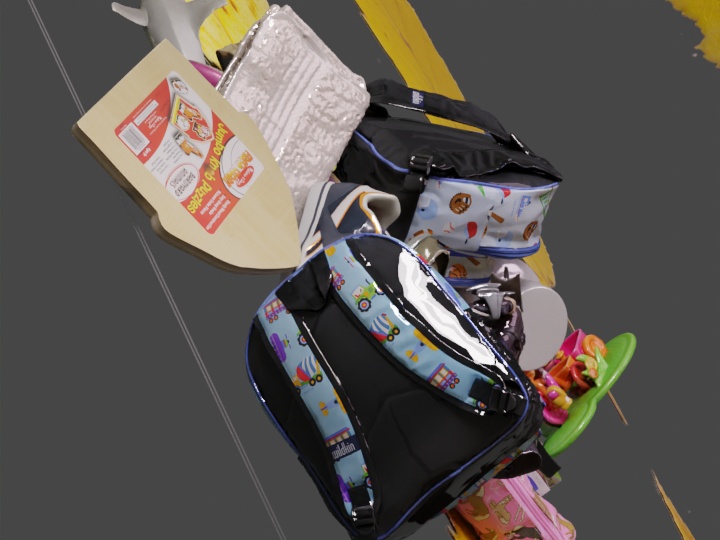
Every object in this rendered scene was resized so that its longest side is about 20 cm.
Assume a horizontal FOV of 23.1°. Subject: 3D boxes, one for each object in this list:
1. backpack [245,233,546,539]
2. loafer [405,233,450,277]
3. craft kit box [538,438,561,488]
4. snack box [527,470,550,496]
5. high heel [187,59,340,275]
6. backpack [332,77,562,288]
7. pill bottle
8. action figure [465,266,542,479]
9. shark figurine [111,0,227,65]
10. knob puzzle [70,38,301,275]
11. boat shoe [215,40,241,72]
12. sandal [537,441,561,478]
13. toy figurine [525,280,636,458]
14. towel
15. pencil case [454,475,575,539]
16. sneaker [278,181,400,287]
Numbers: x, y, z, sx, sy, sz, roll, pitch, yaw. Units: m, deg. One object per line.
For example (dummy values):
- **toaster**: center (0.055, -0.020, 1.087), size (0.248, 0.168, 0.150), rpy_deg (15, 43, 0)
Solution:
- **backpack**: center (0.019, 0.082, 1.329), size (0.200, 0.182, 0.134), rpy_deg (51, 8, 17)
- **loafer**: center (0.045, 0.070, 1.438), size (0.075, 0.069, 0.202), rpy_deg (39, 63, -67)
- **craft kit box**: center (0.126, 0.133, 1.891), size (0.200, 0.048, 0.198), rpy_deg (36, 22, -58)
- **snack box**: center (0.094, 0.151, 1.657), size (0.200, 0.072, 0.024), rpy_deg (52, 8, -20)
- **high heel**: center (-0.104, -0.091, 1.550), size (0.200, 0.096, 0.067), rpy_deg (45, -22, -21)
- **backpack**: center (0.080, -0.068, 1.616), size (0.188, 0.155, 0.200), rpy_deg (0, 29, -20)
- **pill bottle**: center (0.109, 0.031, 1.724), size (0.112, 0.112, 0.199), rpy_deg (48, -14, -32)
- **action figure**: center (0.110, 0.081, 1.479), size (0.201, 0.069, 0.131), rpy_deg (-85, 163, -57)
- **shark figurine**: center (-0.142, -0.199, 1.602), size (0.216, 0.089, 0.128), rpy_deg (59, 14, 18)
- **knob puzzle**: center (-0.125, -0.069, 1.382), size (0.219, 0.030, 0.221), rpy_deg (34, 35, -28)
- **boat shoe**: center (-0.090, -0.198, 1.713), size (0.072, 0.064, 0.200), rpy_deg (65, -8, -22)
- **sandal**: center (0.150, 0.137, 1.743), size (0.075, 0.048, 0.200), rpy_deg (47, 1, 42)
- **toy figurine**: center (0.178, 0.082, 1.921), size (0.184, 0.150, 0.200), rpy_deg (42, 39, -6)
- **towel**: center (-0.072, -0.119, 1.508), size (0.132, 0.034, 0.201), rpy_deg (41, 59, -28)
- **pencil case**: center (0.117, 0.196, 1.616), size (0.201, 0.082, 0.087), rpy_deg (53, 12, -20)
- **sneaker**: center (-0.016, 0.003, 1.441), size (0.079, 0.079, 0.201), rpy_deg (73, 23, -47)
